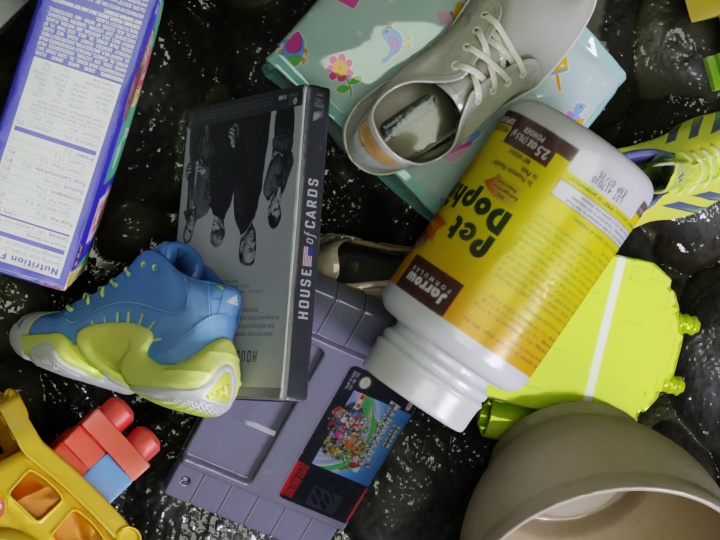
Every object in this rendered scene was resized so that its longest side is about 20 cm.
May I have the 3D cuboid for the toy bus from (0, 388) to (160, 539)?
[{"bbox_3d":[-0.239,0.146,1.200,0.200,0.136,0.192,45,74,-8],"label":"toy bus"}]

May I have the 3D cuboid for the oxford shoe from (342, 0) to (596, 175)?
[{"bbox_3d":[0.076,-0.129,1.134,0.200,0.058,0.075,-39,102,-7],"label":"oxford shoe"}]

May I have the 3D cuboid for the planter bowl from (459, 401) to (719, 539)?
[{"bbox_3d":[0.157,0.176,1.238,0.200,0.135,0.200,-4,128,-6],"label":"planter bowl"}]

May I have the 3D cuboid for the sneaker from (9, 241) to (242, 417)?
[{"bbox_3d":[-0.147,0.030,1.184,0.076,0.200,0.105,24,81,-52],"label":"sneaker"}]

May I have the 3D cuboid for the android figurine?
[{"bbox_3d":[0.145,0.041,1.288,0.200,0.041,0.182,11,93,-7],"label":"android figurine"}]

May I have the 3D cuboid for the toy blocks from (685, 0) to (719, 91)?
[{"bbox_3d":[0.314,-0.173,1.231,0.100,0.137,0.200,-15,89,-28],"label":"toy blocks"}]

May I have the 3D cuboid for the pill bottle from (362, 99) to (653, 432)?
[{"bbox_3d":[0.089,-0.001,1.134,0.109,0.109,0.200,34,90,-11],"label":"pill bottle"}]

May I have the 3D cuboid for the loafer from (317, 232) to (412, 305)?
[{"bbox_3d":[0.000,0.000,1.227,0.200,0.072,0.063,8,135,4],"label":"loafer"}]

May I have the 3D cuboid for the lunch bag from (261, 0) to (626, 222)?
[{"bbox_3d":[0.059,-0.132,1.219,0.200,0.122,0.170,41,87,-5],"label":"lunch bag"}]

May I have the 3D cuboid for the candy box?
[{"bbox_3d":[-0.189,-0.095,1.156,0.077,0.169,0.200,19,93,-7],"label":"candy box"}]

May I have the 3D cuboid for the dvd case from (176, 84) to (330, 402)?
[{"bbox_3d":[-0.076,-0.015,1.178,0.025,0.150,0.200,8,84,-35],"label":"dvd case"}]

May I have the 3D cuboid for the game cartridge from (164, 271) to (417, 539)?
[{"bbox_3d":[-0.038,0.099,1.229,0.130,0.038,0.200,25,117,-7],"label":"game cartridge"}]

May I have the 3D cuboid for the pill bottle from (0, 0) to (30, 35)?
[{"bbox_3d":[-0.314,-0.215,1.152,0.200,0.112,0.112,44,88,-11],"label":"pill bottle"}]

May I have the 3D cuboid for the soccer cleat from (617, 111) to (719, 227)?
[{"bbox_3d":[0.216,-0.066,1.251,0.200,0.084,0.065,-20,90,-27],"label":"soccer cleat"}]
